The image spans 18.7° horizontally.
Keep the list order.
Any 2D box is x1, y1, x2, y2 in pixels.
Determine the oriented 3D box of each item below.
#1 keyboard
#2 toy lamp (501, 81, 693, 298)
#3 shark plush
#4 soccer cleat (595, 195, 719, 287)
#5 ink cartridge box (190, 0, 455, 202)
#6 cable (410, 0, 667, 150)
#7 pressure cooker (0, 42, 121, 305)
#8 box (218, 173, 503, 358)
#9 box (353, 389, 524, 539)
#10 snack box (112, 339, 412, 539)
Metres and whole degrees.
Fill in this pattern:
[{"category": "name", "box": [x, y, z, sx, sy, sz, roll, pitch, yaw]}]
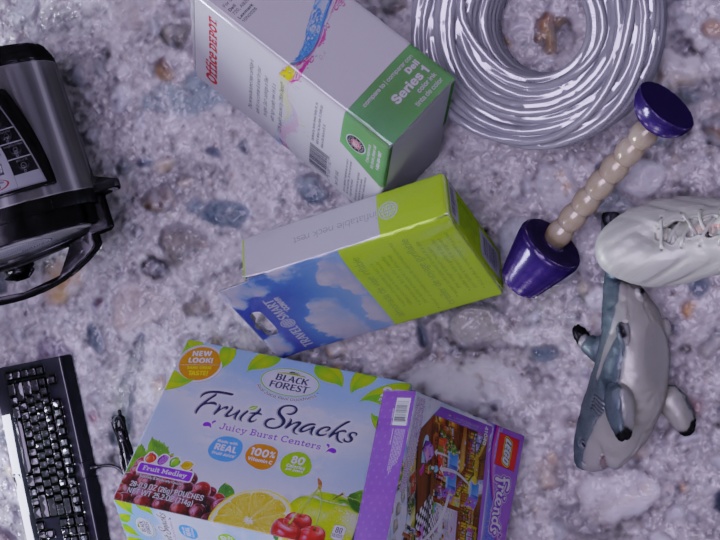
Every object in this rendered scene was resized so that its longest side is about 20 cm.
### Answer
[{"category": "keyboard", "box": [-0.244, 0.173, 1.881, 0.127, 0.021, 0.201, -12, 91, 18]}, {"category": "toy lamp", "box": [0.178, -0.056, 1.691, 0.058, 0.058, 0.200, 44, 123, 10]}, {"category": "shark plush", "box": [0.192, 0.058, 1.712, 0.083, 0.091, 0.201, -5, 99, 48]}, {"category": "soccer cleat", "box": [0.277, -0.026, 1.649, 0.199, 0.078, 0.070, -3, 84, 5]}, {"category": "ink cartridge box", "box": [-0.032, -0.153, 1.714, 0.200, 0.145, 0.084, 39, 71, 11]}, {"category": "cable", "box": [0.140, -0.195, 1.705, 0.199, 0.069, 0.201, 0, 95, 18]}, {"category": "pressure cooker", "box": [-0.305, -0.072, 1.804, 0.176, 0.178, 0.201, -18, 89, 38]}, {"category": "box", "box": [0.000, 0.000, 1.738, 0.199, 0.122, 0.048, -17, 53, 18]}, {"category": "box", "box": [0.055, 0.207, 1.696, 0.039, 0.137, 0.201, -1, 71, 44]}, {"category": "snack box", "box": [-0.074, 0.154, 1.753, 0.199, 0.169, 0.068, 12, 142, 16]}]
